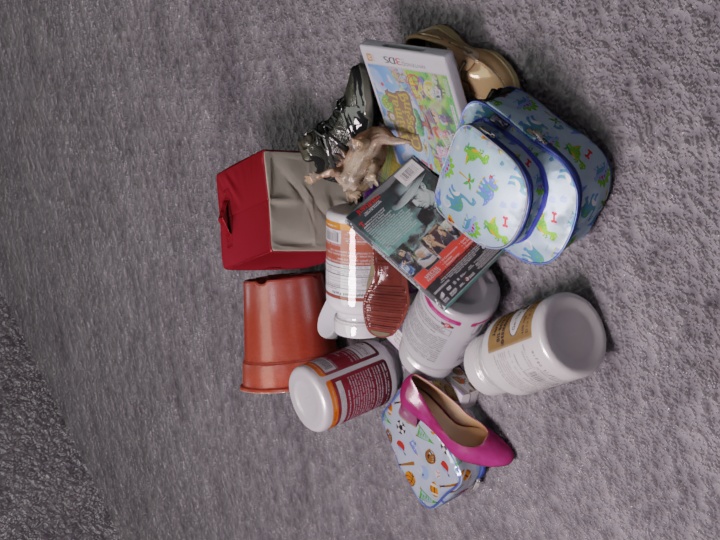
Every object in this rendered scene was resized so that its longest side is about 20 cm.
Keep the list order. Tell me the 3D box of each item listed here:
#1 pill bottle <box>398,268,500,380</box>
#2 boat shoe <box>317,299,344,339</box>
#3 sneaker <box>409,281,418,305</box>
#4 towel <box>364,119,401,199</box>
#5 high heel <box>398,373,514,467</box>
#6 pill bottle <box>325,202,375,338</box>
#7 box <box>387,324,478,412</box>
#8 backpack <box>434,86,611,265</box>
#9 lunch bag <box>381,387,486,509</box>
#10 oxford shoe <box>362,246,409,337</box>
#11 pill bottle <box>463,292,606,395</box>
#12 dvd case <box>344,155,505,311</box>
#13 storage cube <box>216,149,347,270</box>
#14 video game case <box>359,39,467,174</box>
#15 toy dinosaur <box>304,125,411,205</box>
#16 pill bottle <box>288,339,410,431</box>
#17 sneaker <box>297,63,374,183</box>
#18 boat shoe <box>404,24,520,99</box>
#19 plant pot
[{"bbox_3d":[0.126,0.076,1.628,0.114,0.112,0.201,56,150,23],"label":"pill bottle"},{"bbox_3d":[-0.001,0.035,1.853,0.072,0.067,0.201,48,119,44],"label":"boat shoe"},{"bbox_3d":[0.109,-0.010,1.661,0.114,0.072,0.202,40,136,36],"label":"sneaker"},{"bbox_3d":[0.057,-0.122,1.730,0.143,0.023,0.202,42,137,38],"label":"towel"},{"bbox_3d":[0.147,0.230,1.660,0.198,0.068,0.097,22,141,11],"label":"high heel"},{"bbox_3d":[0.000,0.000,1.733,0.112,0.111,0.202,21,115,51],"label":"pill bottle"},{"bbox_3d":[0.113,0.146,1.756,0.200,0.038,0.042,46,139,35],"label":"box"},{"bbox_3d":[0.201,-0.108,1.388,0.199,0.147,0.184,36,133,22],"label":"backpack"},{"bbox_3d":[0.121,0.280,1.778,0.201,0.075,0.161,59,143,21],"label":"lunch bag"},{"bbox_3d":[0.045,0.009,1.653,0.075,0.070,0.202,-81,0,-58],"label":"oxford shoe"},{"bbox_3d":[0.231,0.109,1.491,0.200,0.113,0.115,-31,79,57],"label":"pill bottle"},{"bbox_3d":[0.096,-0.056,1.557,0.200,0.146,0.022,42,162,17],"label":"dvd case"},{"bbox_3d":[-0.125,-0.098,1.841,0.179,0.198,0.173,-16,77,56],"label":"storage cube"},{"bbox_3d":[0.088,-0.225,1.544,0.181,0.022,0.201,22,140,48],"label":"video game case"},{"bbox_3d":[0.005,-0.171,1.642,0.086,0.136,0.200,45,129,-5],"label":"toy dinosaur"},{"bbox_3d":[-0.010,0.183,1.810,0.113,0.198,0.114,30,129,46],"label":"pill bottle"},{"bbox_3d":[-0.037,-0.231,1.728,0.077,0.113,0.201,-105,21,-57],"label":"sneaker"},{"bbox_3d":[0.138,-0.275,1.496,0.200,0.064,0.072,41,136,40],"label":"boat shoe"},{"bbox_3d":[-0.132,0.107,1.982,0.200,0.199,0.198,-1,96,56],"label":"plant pot"}]
